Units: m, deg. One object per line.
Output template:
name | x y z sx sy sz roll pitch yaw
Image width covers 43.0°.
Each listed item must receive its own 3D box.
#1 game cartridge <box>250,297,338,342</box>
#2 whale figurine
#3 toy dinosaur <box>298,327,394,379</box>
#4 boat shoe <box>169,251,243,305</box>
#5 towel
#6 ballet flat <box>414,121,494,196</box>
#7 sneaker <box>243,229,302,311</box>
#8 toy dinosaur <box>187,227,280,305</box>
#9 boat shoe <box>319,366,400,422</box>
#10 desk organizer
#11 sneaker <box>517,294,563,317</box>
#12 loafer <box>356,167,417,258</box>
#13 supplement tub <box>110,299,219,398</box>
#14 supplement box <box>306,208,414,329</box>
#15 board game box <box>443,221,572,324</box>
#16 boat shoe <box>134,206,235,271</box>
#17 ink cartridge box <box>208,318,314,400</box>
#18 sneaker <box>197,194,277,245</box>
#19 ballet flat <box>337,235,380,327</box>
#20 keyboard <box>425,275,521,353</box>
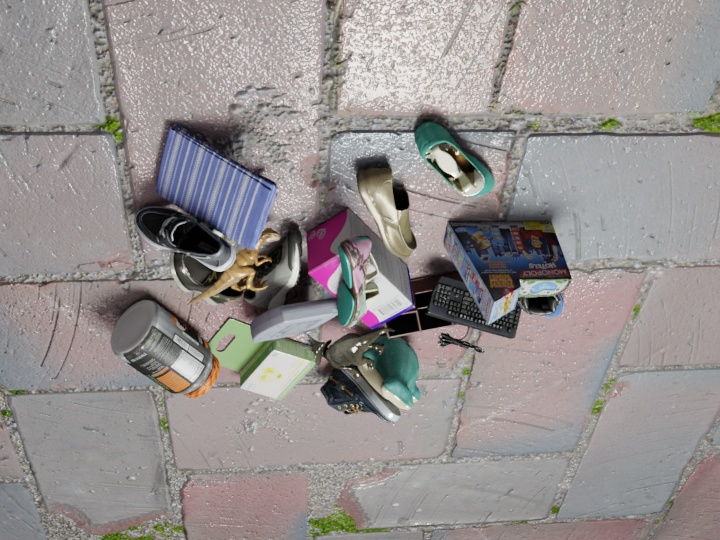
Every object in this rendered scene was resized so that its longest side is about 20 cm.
game cartridge | -0.131 0.093 1.693 0.132 0.041 0.200 -12 170 -26
whale figurine | 0.068 0.197 1.801 0.159 0.200 0.104 39 96 -15
toy dinosaur | -0.020 0.153 1.723 0.102 0.078 0.199 23 152 -39
boat shoe | -0.270 0.009 1.612 0.060 0.073 0.201 -9 161 15
towel | -0.234 -0.132 1.471 0.199 0.024 0.146 31 131 6
ballet flat | 0.159 -0.166 1.519 0.067 0.071 0.200 -33 131 24
sneaker | -0.156 0.004 1.654 0.078 0.075 0.201 16 132 -16
toy dinosaur | -0.218 0.005 1.590 0.200 0.060 0.107 -47 140 -13
boat shoe | -0.001 0.265 1.843 0.071 0.200 0.091 30 98 -45
desk organizer | 0.137 0.063 1.748 0.197 0.078 0.072 -11 137 4
sneaker | 0.346 0.057 1.746 0.076 0.112 0.200 -21 135 14
loafer | 0.058 -0.098 1.572 0.067 0.077 0.201 -17 136 19
supplement tub | -0.367 0.156 1.744 0.122 0.124 0.200 -27 134 20
supplement box | 0.000 0.000 1.647 0.100 0.104 0.200 -28 134 22
board game box | 0.261 0.002 1.612 0.197 0.201 0.062 0 136 -7
boat shoe | -0.299 -0.061 1.505 0.199 0.072 0.068 28 170 21
ink cartridge box | -0.210 0.183 1.850 0.198 0.048 0.146 21 130 -29
sneaker | -0.206 -0.086 1.564 0.199 0.078 0.088 -30 145 30
ballet flat | -0.002 0.020 1.556 0.070 0.069 0.201 -17 138 -18
keyboard | 0.210 0.094 1.715 0.198 0.021 0.129 16 91 -23
